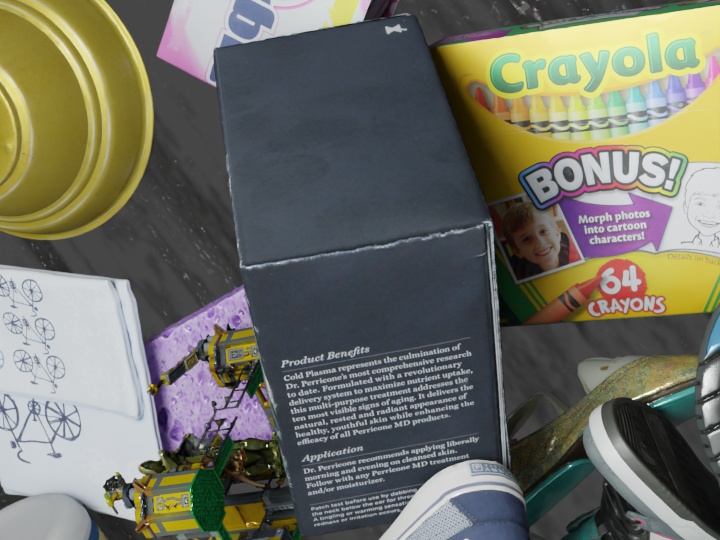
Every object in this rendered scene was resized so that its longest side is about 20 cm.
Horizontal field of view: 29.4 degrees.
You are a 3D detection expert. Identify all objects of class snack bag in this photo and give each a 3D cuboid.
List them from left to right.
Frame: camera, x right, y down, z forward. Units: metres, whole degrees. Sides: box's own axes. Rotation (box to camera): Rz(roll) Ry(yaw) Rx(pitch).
[{"bbox_3d":[-0.219,0.090,0.976,0.188,0.021,0.200,6,114,33],"label":"snack bag"}]

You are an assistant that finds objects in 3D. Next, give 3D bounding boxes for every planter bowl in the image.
[{"bbox_3d":[-0.245,-0.104,0.907,0.200,0.083,0.201,7,110,18],"label":"planter bowl"}]

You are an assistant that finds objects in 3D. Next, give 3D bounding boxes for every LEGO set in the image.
[{"bbox_3d":[-0.105,0.135,0.861,0.116,0.200,0.154,-11,130,24],"label":"LEGO set"}]

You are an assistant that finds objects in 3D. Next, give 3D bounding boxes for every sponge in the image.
[{"bbox_3d":[-0.085,0.076,0.944,0.200,0.030,0.112,-29,98,26],"label":"sponge"}]

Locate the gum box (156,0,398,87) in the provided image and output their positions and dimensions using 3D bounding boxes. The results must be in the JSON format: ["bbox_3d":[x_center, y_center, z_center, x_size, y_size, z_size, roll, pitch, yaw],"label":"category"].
[{"bbox_3d":[-0.033,-0.186,0.809,0.113,0.066,0.200,28,116,10],"label":"gum box"}]

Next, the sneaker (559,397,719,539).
[{"bbox_3d":[0.158,0.154,0.822,0.121,0.084,0.200,-31,130,23],"label":"sneaker"}]

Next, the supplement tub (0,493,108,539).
[{"bbox_3d":[-0.210,0.277,0.988,0.145,0.145,0.200,-22,113,25],"label":"supplement tub"}]

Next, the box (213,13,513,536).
[{"bbox_3d":[0.000,0.000,0.748,0.124,0.200,0.197,-9,130,-3],"label":"box"}]

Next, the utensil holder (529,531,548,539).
[{"bbox_3d":[0.068,0.288,0.889,0.170,0.170,0.200,21,113,12],"label":"utensil holder"}]

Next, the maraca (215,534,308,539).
[{"bbox_3d":[-0.072,0.252,0.965,0.200,0.107,0.137,-45,68,50],"label":"maraca"}]

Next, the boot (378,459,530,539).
[{"bbox_3d":[0.029,0.195,0.728,0.073,0.090,0.200,12,131,-21],"label":"boot"}]

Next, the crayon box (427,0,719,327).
[{"bbox_3d":[0.149,-0.061,0.793,0.200,0.058,0.173,-5,107,21],"label":"crayon box"}]

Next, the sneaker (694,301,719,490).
[{"bbox_3d":[0.226,0.105,0.764,0.073,0.082,0.200,-5,92,12],"label":"sneaker"}]

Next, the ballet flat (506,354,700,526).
[{"bbox_3d":[0.140,0.094,0.856,0.200,0.071,0.071,-40,92,25],"label":"ballet flat"}]
